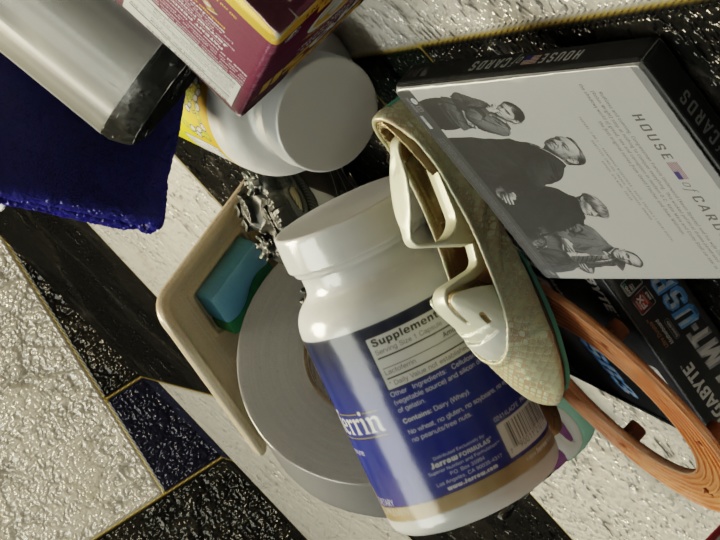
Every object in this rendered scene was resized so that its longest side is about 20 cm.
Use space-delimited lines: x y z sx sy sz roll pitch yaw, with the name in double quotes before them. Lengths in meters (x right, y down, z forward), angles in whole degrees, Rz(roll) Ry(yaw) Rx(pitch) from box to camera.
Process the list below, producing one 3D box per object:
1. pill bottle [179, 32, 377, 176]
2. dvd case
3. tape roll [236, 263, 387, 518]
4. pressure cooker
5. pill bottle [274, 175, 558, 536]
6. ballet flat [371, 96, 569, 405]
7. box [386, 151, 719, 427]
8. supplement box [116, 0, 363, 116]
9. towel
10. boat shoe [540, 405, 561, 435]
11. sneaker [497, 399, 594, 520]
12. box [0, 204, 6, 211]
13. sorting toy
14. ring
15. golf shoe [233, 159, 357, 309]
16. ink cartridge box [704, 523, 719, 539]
"pill bottle" -0.070 -0.121 1.763 0.104 0.104 0.200 52 166 -32
"dvd case" 0.124 -0.054 1.425 0.200 0.025 0.150 -1 135 54
"tape roll" 0.020 0.063 1.851 0.200 0.200 0.066 39 169 26
"pressure cooker" -0.161 -0.193 1.613 0.200 0.179 0.176 39 -176 -1
"pill bottle" 0.031 0.050 1.665 0.200 0.116 0.116 65 165 -9
"ballet flat" 0.057 -0.008 1.570 0.067 0.062 0.200 -17 95 64
"box" 0.129 0.003 1.655 0.200 0.050 0.198 52 167 -32
"supplement box" -0.045 -0.175 1.432 0.103 0.131 0.200 45 169 0
"towel" -0.180 -0.126 1.706 0.147 0.201 0.050 12 160 -12
"boat shoe" 0.062 0.031 1.777 0.071 0.064 0.200 34 -151 -58
"sneaker" 0.058 0.093 1.963 0.200 0.140 0.078 45 168 -3
"box" -0.246 -0.154 1.737 0.200 0.137 0.040 47 150 -1
"sorting toy" -0.051 0.007 1.931 0.036 0.200 0.185 17 154 34
"ring" 0.155 0.070 1.632 0.200 0.019 0.200 43 169 10
"golf shoe" 0.000 0.000 1.782 0.200 0.094 0.078 62 151 18
"ink cartridge box" 0.268 0.182 1.545 0.083 0.147 0.200 39 166 31
